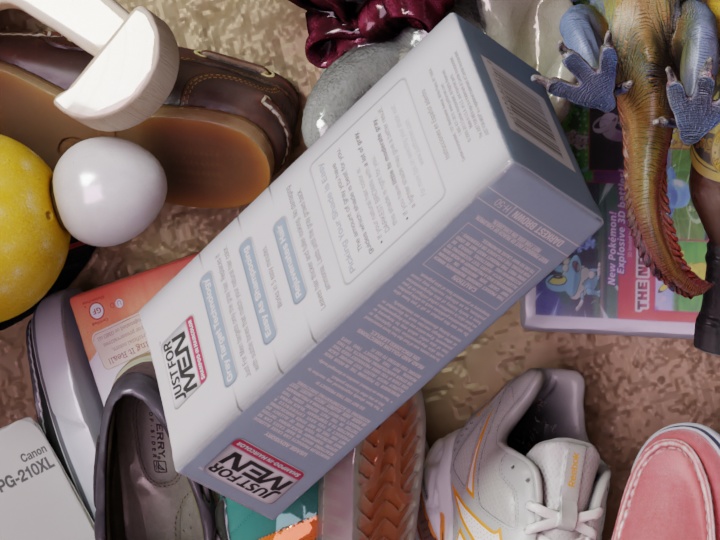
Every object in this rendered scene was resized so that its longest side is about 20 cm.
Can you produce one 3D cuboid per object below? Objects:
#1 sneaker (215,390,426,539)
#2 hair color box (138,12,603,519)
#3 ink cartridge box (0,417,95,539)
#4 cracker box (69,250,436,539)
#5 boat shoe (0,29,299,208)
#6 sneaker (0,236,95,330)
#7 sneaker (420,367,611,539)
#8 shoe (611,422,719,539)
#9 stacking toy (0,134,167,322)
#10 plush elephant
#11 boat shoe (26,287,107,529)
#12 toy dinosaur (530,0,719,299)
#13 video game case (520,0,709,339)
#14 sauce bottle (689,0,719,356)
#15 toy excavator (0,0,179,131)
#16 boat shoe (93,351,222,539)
[{"bbox_3d":[-0.025,0.135,1.210,0.080,0.071,0.201,15,99,36],"label":"sneaker"},{"bbox_3d":[0.000,0.000,1.127,0.200,0.061,0.099,-42,39,22],"label":"hair color box"},{"bbox_3d":[-0.234,0.163,1.270,0.200,0.145,0.085,-35,84,39],"label":"ink cartridge box"},{"bbox_3d":[-0.041,0.085,1.273,0.133,0.058,0.201,-19,90,20],"label":"cracker box"},{"bbox_3d":[-0.128,-0.077,1.274,0.199,0.071,0.071,12,131,7],"label":"boat shoe"},{"bbox_3d":[-0.215,0.002,1.316,0.200,0.074,0.087,-35,83,19],"label":"sneaker"},{"bbox_3d":[0.073,0.123,1.168,0.075,0.201,0.092,15,131,-23],"label":"sneaker"},{"bbox_3d":[0.119,0.150,1.103,0.071,0.091,0.201,-12,65,34],"label":"shoe"},{"bbox_3d":[-0.182,-0.018,1.221,0.199,0.146,0.147,-15,91,7],"label":"stacking toy"},{"bbox_3d":[0.005,-0.118,1.181,0.164,0.199,0.156,-10,99,48],"label":"plush elephant"},{"bbox_3d":[-0.130,0.110,1.302,0.056,0.069,0.201,-16,92,20],"label":"boat shoe"},{"bbox_3d":[0.101,-0.121,1.151,0.104,0.182,0.201,2,122,-4],"label":"toy dinosaur"},{"bbox_3d":[0.162,-0.069,1.209,0.181,0.023,0.201,3,97,18],"label":"video game case"},{"bbox_3d":[0.175,-0.063,1.159,0.064,0.065,0.201,6,98,18],"label":"sauce bottle"},{"bbox_3d":[-0.202,-0.125,1.202,0.199,0.100,0.195,-26,79,9],"label":"toy excavator"},{"bbox_3d":[-0.088,0.140,1.231,0.071,0.065,0.201,-4,97,19],"label":"boat shoe"}]
